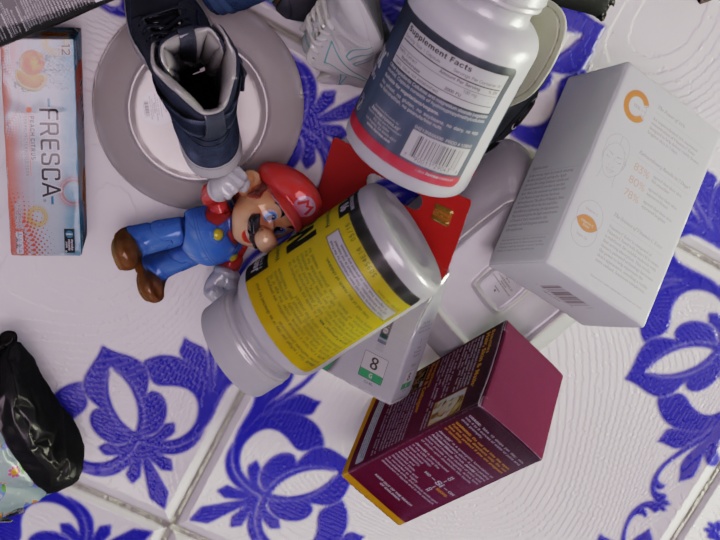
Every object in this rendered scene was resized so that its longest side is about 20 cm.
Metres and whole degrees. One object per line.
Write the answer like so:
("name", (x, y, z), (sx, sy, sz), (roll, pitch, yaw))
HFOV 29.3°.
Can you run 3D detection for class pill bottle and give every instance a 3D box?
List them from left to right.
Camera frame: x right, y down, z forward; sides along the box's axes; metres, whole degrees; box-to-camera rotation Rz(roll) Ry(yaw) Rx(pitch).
("pill bottle", (-0.037, 0.022, 1.226), (0.199, 0.115, 0.115), (-33, 109, 15))
("pill bottle", (0.079, -0.174, 1.141), (0.118, 0.120, 0.202), (22, 118, -12))

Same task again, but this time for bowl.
("bowl", (0.131, 0.003, 1.332), (0.199, 0.075, 0.200), (-38, 109, 8))

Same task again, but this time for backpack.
("backpack", (-0.382, 0.172, 1.309), (0.198, 0.127, 0.169), (-23, 113, 5))

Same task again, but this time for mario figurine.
("mario figurine", (-0.127, -0.028, 1.266), (0.198, 0.123, 0.107), (-23, 82, 11))

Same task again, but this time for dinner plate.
("dinner plate", (-0.150, -0.151, 1.279), (0.197, 0.024, 0.203), (-2, 108, -4))

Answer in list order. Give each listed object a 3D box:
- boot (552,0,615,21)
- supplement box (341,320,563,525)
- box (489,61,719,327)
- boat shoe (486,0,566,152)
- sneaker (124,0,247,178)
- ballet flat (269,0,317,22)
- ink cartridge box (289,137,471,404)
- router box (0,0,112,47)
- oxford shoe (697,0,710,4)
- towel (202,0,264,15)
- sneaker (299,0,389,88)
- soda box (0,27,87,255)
("boot", (0.155, -0.255, 1.253), (0.160, 0.074, 0.201), (4, 114, -16))
("supplement box", (0.087, 0.148, 1.310), (0.085, 0.111, 0.199), (41, 134, -17))
("box", (0.223, -0.066, 1.256), (0.124, 0.097, 0.202), (31, 76, -23))
("boat shoe", (0.122, -0.161, 1.230), (0.074, 0.066, 0.201), (39, 119, 13))
("sneaker", (-0.152, -0.196, 1.165), (0.076, 0.146, 0.204), (-23, 74, -8))
("ballet flat", (-0.011, -0.307, 1.217), (0.072, 0.073, 0.202), (24, 111, -13))
("ink cartridge box", (0.000, 0.000, 1.289), (0.159, 0.050, 0.203), (26, 111, 22))
("router box", (-0.248, -0.243, 1.144), (0.155, 0.200, 0.053), (-22, 110, 1))
("oxford shoe", (0.283, -0.329, 1.239), (0.072, 0.071, 0.201), (-36, 109, 12))
("towel", (-0.065, -0.300, 1.174), (0.198, 0.048, 0.113), (-18, 93, 27))
("sneaker", (-0.016, -0.207, 1.197), (0.079, 0.201, 0.072), (-6, 70, 4))
("soda box", (-0.286, -0.118, 1.254), (0.067, 0.064, 0.203), (0, 109, -6))
